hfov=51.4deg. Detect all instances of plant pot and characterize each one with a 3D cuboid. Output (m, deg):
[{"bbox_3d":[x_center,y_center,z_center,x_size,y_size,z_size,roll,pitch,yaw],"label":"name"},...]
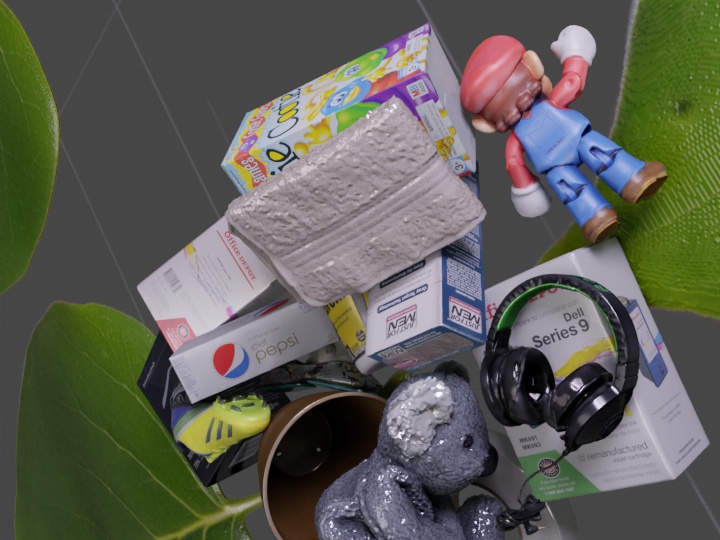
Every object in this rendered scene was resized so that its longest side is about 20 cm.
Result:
[{"bbox_3d":[-0.045,0.220,0.879,0.200,0.185,0.188,-177,74,-70],"label":"plant pot"}]

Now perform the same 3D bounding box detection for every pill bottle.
[{"bbox_3d":[0.000,0.000,0.810,0.111,0.111,0.201,-42,72,42],"label":"pill bottle"}]

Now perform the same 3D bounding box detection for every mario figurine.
[{"bbox_3d":[0.169,-0.124,0.647,0.200,0.123,0.106,53,172,18],"label":"mario figurine"}]

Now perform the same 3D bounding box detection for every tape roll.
[{"bbox_3d":[0.139,0.272,0.811,0.202,0.037,0.204,15,113,41],"label":"tape roll"}]

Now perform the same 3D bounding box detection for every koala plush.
[{"bbox_3d":[0.056,0.185,0.710,0.183,0.177,0.201,16,98,20],"label":"koala plush"}]

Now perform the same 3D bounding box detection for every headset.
[{"bbox_3d":[0.145,0.103,0.594,0.123,0.094,0.202,12,99,42],"label":"headset"}]

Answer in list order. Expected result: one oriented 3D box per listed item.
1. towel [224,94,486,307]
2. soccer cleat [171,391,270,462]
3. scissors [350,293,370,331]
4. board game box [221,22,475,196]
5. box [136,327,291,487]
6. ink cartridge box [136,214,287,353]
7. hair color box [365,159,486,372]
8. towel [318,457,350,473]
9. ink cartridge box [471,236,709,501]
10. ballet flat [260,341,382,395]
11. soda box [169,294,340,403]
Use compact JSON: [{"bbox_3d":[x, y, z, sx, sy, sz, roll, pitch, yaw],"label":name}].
[{"bbox_3d":[-0.010,-0.048,0.643,0.199,0.035,0.133,-29,118,27],"label":"towel"},{"bbox_3d":[-0.168,0.192,0.910,0.199,0.064,0.084,-10,83,50],"label":"soccer cleat"},{"bbox_3d":[-0.016,-0.021,0.743,0.073,0.014,0.200,-41,61,4],"label":"scissors"},{"bbox_3d":[-0.007,-0.118,0.677,0.199,0.105,0.103,-21,123,22],"label":"board game box"},{"bbox_3d":[-0.211,0.175,1.066,0.200,0.104,0.148,51,130,21],"label":"box"},{"bbox_3d":[-0.176,0.011,0.975,0.200,0.067,0.117,-36,75,9],"label":"ink cartridge box"},{"bbox_3d":[0.061,-0.015,0.712,0.100,0.060,0.201,-29,48,43],"label":"hair color box"},{"bbox_3d":[-0.022,0.347,0.995,0.144,0.024,0.202,11,110,42],"label":"towel"},{"bbox_3d":[0.192,0.090,0.672,0.145,0.087,0.201,-28,81,45],"label":"ink cartridge box"},{"bbox_3d":[-0.053,0.120,0.932,0.199,0.072,0.073,-7,98,43],"label":"ballet flat"},{"bbox_3d":[-0.123,0.085,0.902,0.199,0.068,0.064,-23,100,7],"label":"soda box"}]
